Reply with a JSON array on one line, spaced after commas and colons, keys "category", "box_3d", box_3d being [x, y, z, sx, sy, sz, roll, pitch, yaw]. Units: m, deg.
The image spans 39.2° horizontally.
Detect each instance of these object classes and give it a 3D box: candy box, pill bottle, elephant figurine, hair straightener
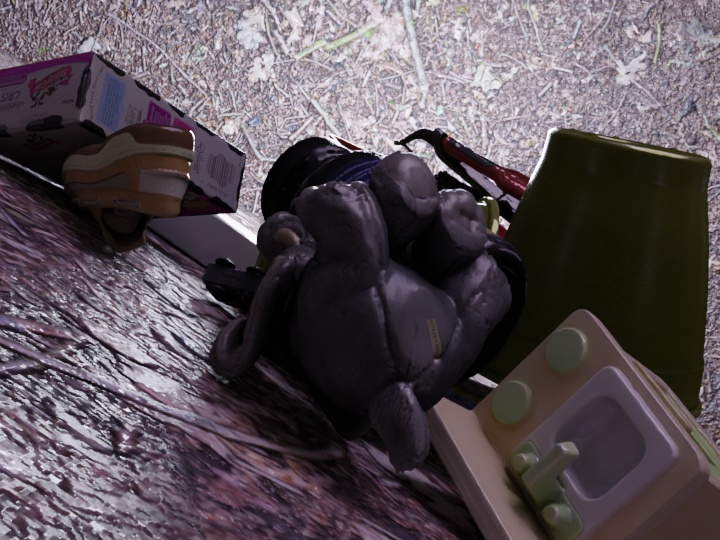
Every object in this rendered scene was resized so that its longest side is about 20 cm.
[{"category": "candy box", "box_3d": [-0.210, -0.106, 0.859, 0.134, 0.062, 0.199, -1, -17, 31]}, {"category": "pill bottle", "box_3d": [0.014, -0.015, 0.713, 0.200, 0.113, 0.111, 41, 7, 41]}, {"category": "elephant figurine", "box_3d": [-0.018, 0.029, 0.585, 0.199, 0.154, 0.143, -26, -85, 49]}, {"category": "hair straightener", "box_3d": [0.111, -0.068, 0.945, 0.198, 0.078, 0.041, 31, 42, 19]}]

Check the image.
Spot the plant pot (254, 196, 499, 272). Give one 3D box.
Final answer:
[{"category": "plant pot", "box_3d": [0.000, 0.000, 0.885, 0.181, 0.204, 0.200, 21, 3, -6]}]

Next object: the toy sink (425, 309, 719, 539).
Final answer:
[{"category": "toy sink", "box_3d": [0.148, 0.115, 0.614, 0.199, 0.112, 0.131, 31, 20, -43]}]

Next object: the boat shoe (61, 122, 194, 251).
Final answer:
[{"category": "boat shoe", "box_3d": [-0.179, -0.052, 0.748, 0.070, 0.078, 0.199, 2, -5, -26]}]

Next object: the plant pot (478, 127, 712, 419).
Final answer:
[{"category": "plant pot", "box_3d": [0.194, -0.007, 0.806, 0.196, 0.197, 0.201, 10, 11, -2]}]

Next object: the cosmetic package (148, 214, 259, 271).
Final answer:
[{"category": "cosmetic package", "box_3d": [-0.129, -0.021, 1.015, 0.198, 0.051, 0.083, 34, 0, 12]}]

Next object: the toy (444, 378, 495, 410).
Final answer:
[{"category": "toy", "box_3d": [0.045, 0.096, 0.756, 0.196, 0.048, 0.115, 16, -16, 16]}]

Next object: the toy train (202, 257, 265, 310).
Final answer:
[{"category": "toy train", "box_3d": [-0.031, 0.033, 0.787, 0.196, 0.035, 0.046, 15, -25, 17]}]

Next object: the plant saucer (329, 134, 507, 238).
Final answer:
[{"category": "plant saucer", "box_3d": [0.065, -0.065, 1.057, 0.197, 0.037, 0.200, 22, 14, -22]}]
